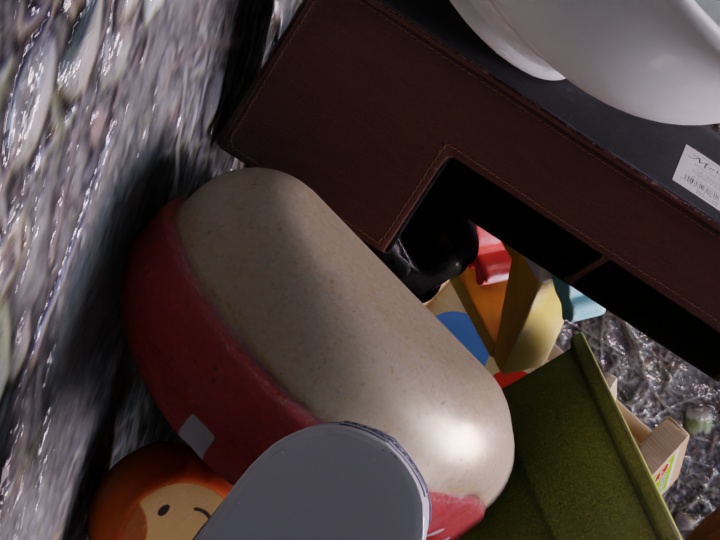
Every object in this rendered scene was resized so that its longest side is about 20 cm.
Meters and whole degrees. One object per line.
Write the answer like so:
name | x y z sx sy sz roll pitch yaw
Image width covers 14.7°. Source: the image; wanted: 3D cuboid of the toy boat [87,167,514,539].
toy boat | -0.032 0.053 0.882 0.131 0.131 0.200 -45 171 -2

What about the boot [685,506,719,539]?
boot | 0.171 0.151 1.319 0.200 0.068 0.189 -38 165 -47

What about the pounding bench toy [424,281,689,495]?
pounding bench toy | 0.046 0.069 1.234 0.124 0.156 0.200 -46 169 -6

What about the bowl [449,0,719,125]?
bowl | 0.077 -0.123 0.894 0.090 0.201 0.201 -30 -161 31

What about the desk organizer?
desk organizer | 0.059 -0.030 0.939 0.077 0.199 0.072 -56 -178 26

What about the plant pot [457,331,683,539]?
plant pot | 0.039 0.155 1.017 0.201 0.192 0.200 63 3 -6

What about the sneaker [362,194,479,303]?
sneaker | 0.000 0.000 1.055 0.201 0.083 0.077 98 11 -49

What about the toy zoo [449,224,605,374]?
toy zoo | 0.044 -0.054 1.068 0.132 0.020 0.201 98 -27 -47

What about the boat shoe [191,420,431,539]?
boat shoe | -0.053 0.122 0.766 0.200 0.071 0.070 -52 175 3
